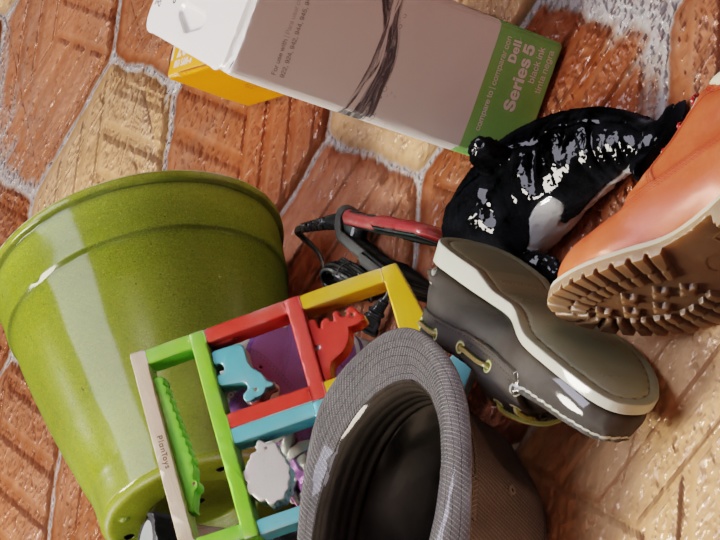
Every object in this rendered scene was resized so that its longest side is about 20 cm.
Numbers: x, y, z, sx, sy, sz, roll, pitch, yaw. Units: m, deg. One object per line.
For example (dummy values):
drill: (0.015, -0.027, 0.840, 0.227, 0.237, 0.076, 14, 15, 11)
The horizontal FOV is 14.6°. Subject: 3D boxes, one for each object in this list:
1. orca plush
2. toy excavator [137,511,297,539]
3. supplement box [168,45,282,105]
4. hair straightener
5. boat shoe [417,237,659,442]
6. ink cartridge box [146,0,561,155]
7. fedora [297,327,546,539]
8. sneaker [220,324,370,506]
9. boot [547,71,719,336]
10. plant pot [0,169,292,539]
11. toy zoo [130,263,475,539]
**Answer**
orca plush: (0.093, -0.049, 1.558, 0.200, 0.071, 0.106, -7, 69, 61)
toy excavator: (-0.102, 0.276, 1.737, 0.200, 0.100, 0.195, 116, 155, -46)
supplement box: (-0.059, -0.226, 1.947, 0.126, 0.073, 0.201, -11, 65, 59)
hair straightener: (0.000, 0.000, 1.739, 0.200, 0.041, 0.077, 18, 90, 63)
boat shoe: (0.093, 0.048, 1.500, 0.201, 0.072, 0.061, 45, 120, 56)
ink cartridge box: (-0.006, -0.138, 1.656, 0.145, 0.199, 0.084, 33, 104, 62)
fedora: (0.040, 0.139, 1.527, 0.177, 0.090, 0.201, -46, 36, 42)
sneaker: (-0.039, 0.112, 1.670, 0.073, 0.114, 0.201, -52, 35, 33)
boot: (0.173, -0.038, 1.412, 0.200, 0.075, 0.108, -31, 44, 41)
plant pot: (-0.121, 0.072, 1.792, 0.200, 0.200, 0.193, -48, 48, 39)
toy zoo: (-0.024, 0.078, 1.626, 0.199, 0.020, 0.132, -19, 70, 6)
